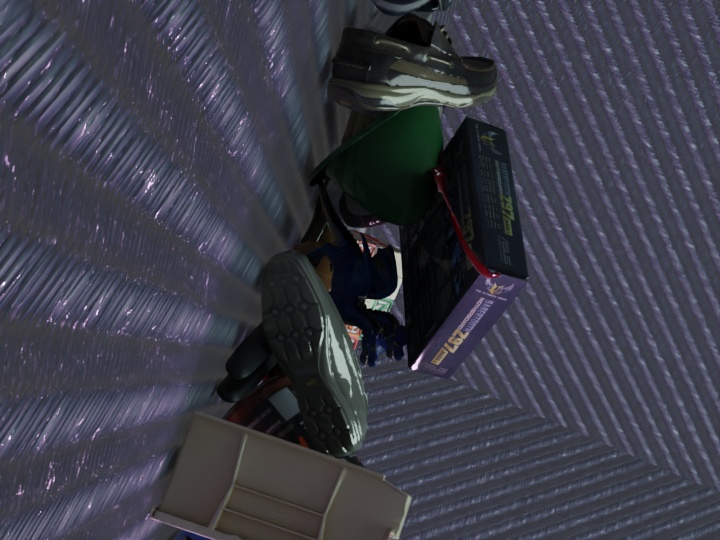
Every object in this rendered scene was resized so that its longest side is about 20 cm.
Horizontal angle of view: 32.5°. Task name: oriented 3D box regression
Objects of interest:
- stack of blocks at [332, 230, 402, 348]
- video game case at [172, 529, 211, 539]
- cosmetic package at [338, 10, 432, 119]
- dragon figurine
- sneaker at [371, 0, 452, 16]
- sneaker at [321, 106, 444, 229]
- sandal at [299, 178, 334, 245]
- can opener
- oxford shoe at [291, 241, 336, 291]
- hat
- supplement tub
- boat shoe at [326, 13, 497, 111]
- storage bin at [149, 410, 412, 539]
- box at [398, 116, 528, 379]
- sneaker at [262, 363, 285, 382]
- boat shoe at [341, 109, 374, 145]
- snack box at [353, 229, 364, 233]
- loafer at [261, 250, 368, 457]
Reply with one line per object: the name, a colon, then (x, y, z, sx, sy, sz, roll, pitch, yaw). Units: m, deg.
stack of blocks: (-0.032, 0.053, 1.496, 0.058, 0.114, 0.202, 32, -77, 50)
video game case: (-0.202, 0.361, 1.248, 0.200, 0.045, 0.184, 4, 107, -88)
cosmetic package: (0.029, -0.217, 1.253, 0.200, 0.050, 0.083, -64, 177, -68)
dragon figurine: (0.000, 0.000, 1.211, 0.059, 0.098, 0.203, 19, 65, -52)
sneaker: (0.046, -0.243, 1.001, 0.147, 0.076, 0.204, 105, 5, -55)
sneaker: (0.042, -0.115, 1.298, 0.201, 0.079, 0.074, -56, 137, -28)
sandal: (-0.043, -0.018, 1.379, 0.082, 0.054, 0.202, 111, 0, -73)
can opener: (-0.083, 0.069, 1.183, 0.200, 0.078, 0.064, -32, 139, -65)
oxford shoe: (-0.053, 0.069, 1.306, 0.071, 0.070, 0.203, -12, -104, 63)
hat: (0.060, -0.059, 1.170, 0.165, 0.177, 0.200, -36, 179, 33)
supplement tub: (-0.052, 0.211, 1.239, 0.107, 0.200, 0.107, -40, 167, -12)
boat shoe: (0.054, -0.178, 1.046, 0.199, 0.074, 0.074, -14, 115, -49)
storage bin: (-0.065, 0.201, 1.082, 0.200, 0.196, 0.095, 101, 8, -80)
box: (0.094, -0.023, 1.191, 0.158, 0.050, 0.202, 122, -26, -42)
sneaker: (-0.073, 0.160, 1.356, 0.077, 0.085, 0.201, -34, -134, 4)
boat shoe: (0.024, -0.175, 1.399, 0.200, 0.062, 0.074, -63, 176, -66)
snack box: (-0.018, -0.066, 1.615, 0.200, 0.052, 0.144, -34, 145, -86)
loafer: (-0.040, 0.074, 1.147, 0.070, 0.069, 0.203, -48, 126, -63)
